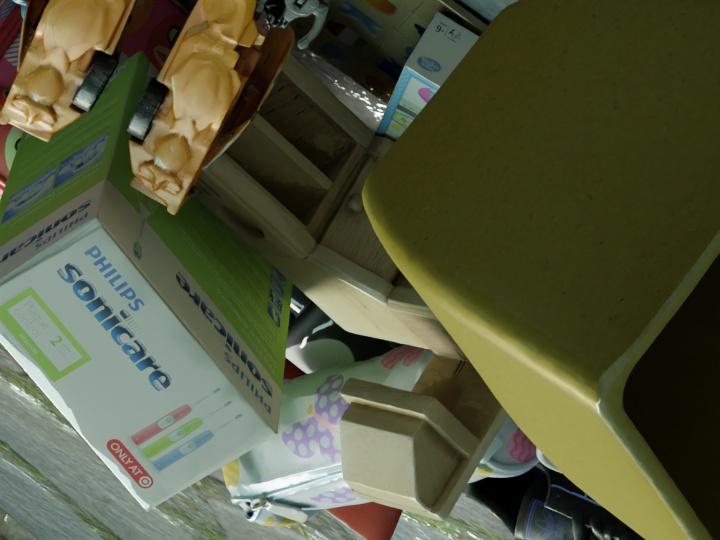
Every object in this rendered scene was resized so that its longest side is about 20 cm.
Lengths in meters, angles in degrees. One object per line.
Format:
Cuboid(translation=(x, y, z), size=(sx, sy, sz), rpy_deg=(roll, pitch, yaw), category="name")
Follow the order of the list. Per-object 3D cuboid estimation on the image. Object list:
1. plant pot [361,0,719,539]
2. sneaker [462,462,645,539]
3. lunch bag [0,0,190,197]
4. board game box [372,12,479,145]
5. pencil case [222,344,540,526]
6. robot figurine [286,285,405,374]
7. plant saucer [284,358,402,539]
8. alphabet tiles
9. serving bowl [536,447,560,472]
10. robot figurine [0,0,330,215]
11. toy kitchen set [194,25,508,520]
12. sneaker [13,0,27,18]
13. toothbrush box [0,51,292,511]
Cuboid(translation=(0.118, -0.011, 1.128), size=(0.200, 0.196, 0.194), rpy_deg=(28, 164, 39), category="plant pot")
Cuboid(translation=(0.137, 0.147, 1.423), size=(0.078, 0.070, 0.200), rpy_deg=(-4, -159, -37), category="sneaker")
Cuboid(translation=(-0.144, -0.067, 1.480), size=(0.200, 0.176, 0.082), rpy_deg=(41, 166, -23), category="lunch bag")
Cuboid(translation=(0.105, -0.043, 1.311), size=(0.200, 0.034, 0.134), rpy_deg=(31, 165, 1), category="board game box")
Cuboid(translation=(0.012, 0.085, 1.419), size=(0.200, 0.091, 0.083), rpy_deg=(-18, 102, 44), category="pencil case")
Cuboid(translation=(0.034, 0.030, 1.526), size=(0.200, 0.150, 0.125), rpy_deg=(37, 133, -9), category="robot figurine")
Cuboid(translation=(-0.025, 0.037, 1.593), size=(0.200, 0.200, 0.037), rpy_deg=(37, 133, -11), category="plant saucer")
Cuboid(translation=(-0.012, -0.138, 1.329), size=(0.200, 0.006, 0.166), rpy_deg=(35, 164, -5), category="alphabet tiles")
Cuboid(translation=(0.188, 0.063, 1.333), size=(0.199, 0.066, 0.200), rpy_deg=(0, 166, 0), category="serving bowl")
Cuboid(translation=(-0.083, -0.134, 1.203), size=(0.145, 0.200, 0.058), rpy_deg=(28, -157, -3), category="robot figurine")
Cuboid(translation=(0.000, 0.000, 1.270), size=(0.180, 0.163, 0.200), rpy_deg=(42, 161, -34), category="toy kitchen set")
Cuboid(translation=(-0.223, -0.201, 1.421), size=(0.200, 0.082, 0.073), rpy_deg=(26, 164, 31), category="sneaker")
Cuboid(translation=(-0.110, 0.001, 1.343), size=(0.146, 0.086, 0.200), rpy_deg=(52, -163, -22), category="toothbrush box")
